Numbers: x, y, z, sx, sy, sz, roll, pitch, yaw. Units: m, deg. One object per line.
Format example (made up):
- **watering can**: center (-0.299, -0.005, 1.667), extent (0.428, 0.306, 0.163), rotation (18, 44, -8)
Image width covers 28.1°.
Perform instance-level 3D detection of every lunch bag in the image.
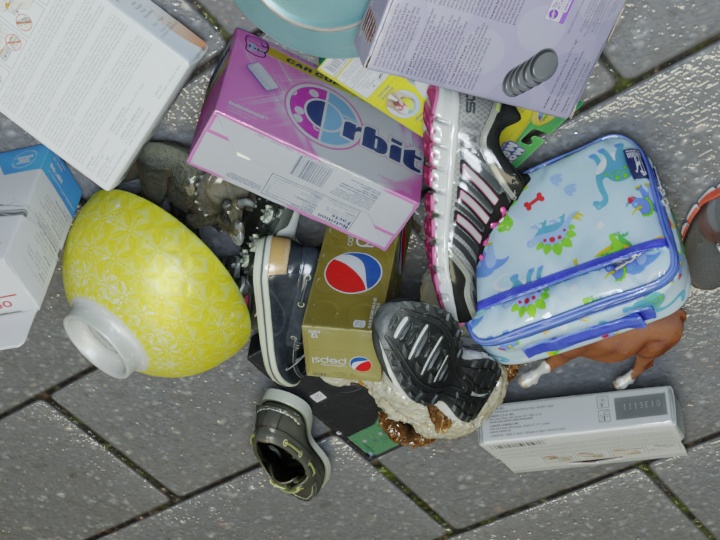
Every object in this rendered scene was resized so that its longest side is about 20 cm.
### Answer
- **lunch bag**: center (0.176, -0.013, 1.237), extent (0.199, 0.162, 0.082), rotation (-19, 150, 17)

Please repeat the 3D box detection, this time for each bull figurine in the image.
- **bull figurine**: center (0.213, 0.059, 1.357), extent (0.198, 0.066, 0.122), rotation (8, 142, -25)

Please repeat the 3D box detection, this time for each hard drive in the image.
- **hard drive**: center (0.000, 0.108, 1.479), extent (0.139, 0.038, 0.200), rotation (-29, 123, 31)

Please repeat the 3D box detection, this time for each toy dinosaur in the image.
- **toy dinosaur**: center (-0.162, -0.079, 1.305), extent (0.199, 0.077, 0.103), rotation (32, 136, 22)

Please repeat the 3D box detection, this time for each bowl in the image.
- **bowl**: center (-0.209, 0.035, 1.327), extent (0.199, 0.108, 0.201), rotation (30, 149, 20)

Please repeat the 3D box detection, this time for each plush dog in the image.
- **plush dog**: center (0.082, 0.103, 1.376), extent (0.199, 0.161, 0.172), rotation (-33, 148, 10)

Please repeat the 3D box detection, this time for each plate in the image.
- **plate**: center (-0.031, -0.251, 1.106), extent (0.198, 0.026, 0.202), rotation (10, 126, 15)

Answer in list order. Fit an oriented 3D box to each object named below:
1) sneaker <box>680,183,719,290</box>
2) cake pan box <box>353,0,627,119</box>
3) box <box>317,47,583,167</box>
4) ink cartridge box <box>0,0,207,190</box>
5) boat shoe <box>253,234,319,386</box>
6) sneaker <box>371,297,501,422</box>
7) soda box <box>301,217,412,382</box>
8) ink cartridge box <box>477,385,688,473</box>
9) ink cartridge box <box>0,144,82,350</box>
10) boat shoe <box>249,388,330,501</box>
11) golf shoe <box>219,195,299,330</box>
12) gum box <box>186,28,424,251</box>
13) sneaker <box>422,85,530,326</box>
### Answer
- **sneaker**: center (0.345, -0.039, 1.256), extent (0.077, 0.082, 0.200), rotation (21, 133, -13)
- **cake pan box**: center (0.112, -0.225, 1.077), extent (0.183, 0.052, 0.201), rotation (8, 123, -22)
- **box**: center (0.078, -0.164, 1.198), extent (0.199, 0.049, 0.117), rotation (32, 129, -19)
- **ink cartridge box**: center (-0.251, -0.187, 1.226), extent (0.200, 0.050, 0.162), rotation (39, 124, -3)
- **boat shoe**: center (-0.059, 0.042, 1.317), extent (0.062, 0.075, 0.201), rotation (1, 141, 3)
- **sneaker**: center (0.047, 0.071, 1.185), extent (0.079, 0.074, 0.200), rotation (27, 172, 29)
- **soda box**: center (0.000, 0.000, 1.258), extent (0.067, 0.201, 0.064), rotation (4, 135, 9)
- **ink cartridge box**: center (0.236, 0.168, 1.494), extent (0.198, 0.044, 0.174), rotation (-8, 162, 15)
- **ink cartridge box**: center (-0.335, -0.019, 1.287), extent (0.115, 0.201, 0.067), rotation (-10, 132, 17)
- **boat shoe**: center (-0.079, 0.201, 1.541), extent (0.071, 0.061, 0.202), rotation (14, 148, 16)
- **golf shoe**: center (-0.080, -0.016, 1.358), extent (0.087, 0.078, 0.201), rotation (3, 142, -20)
- **gum box**: center (-0.036, -0.109, 1.218), extent (0.199, 0.114, 0.066), rotation (24, 133, -15)
- **sneaker**: center (0.097, -0.054, 1.179), extent (0.087, 0.074, 0.202), rotation (-2, 98, -3)
